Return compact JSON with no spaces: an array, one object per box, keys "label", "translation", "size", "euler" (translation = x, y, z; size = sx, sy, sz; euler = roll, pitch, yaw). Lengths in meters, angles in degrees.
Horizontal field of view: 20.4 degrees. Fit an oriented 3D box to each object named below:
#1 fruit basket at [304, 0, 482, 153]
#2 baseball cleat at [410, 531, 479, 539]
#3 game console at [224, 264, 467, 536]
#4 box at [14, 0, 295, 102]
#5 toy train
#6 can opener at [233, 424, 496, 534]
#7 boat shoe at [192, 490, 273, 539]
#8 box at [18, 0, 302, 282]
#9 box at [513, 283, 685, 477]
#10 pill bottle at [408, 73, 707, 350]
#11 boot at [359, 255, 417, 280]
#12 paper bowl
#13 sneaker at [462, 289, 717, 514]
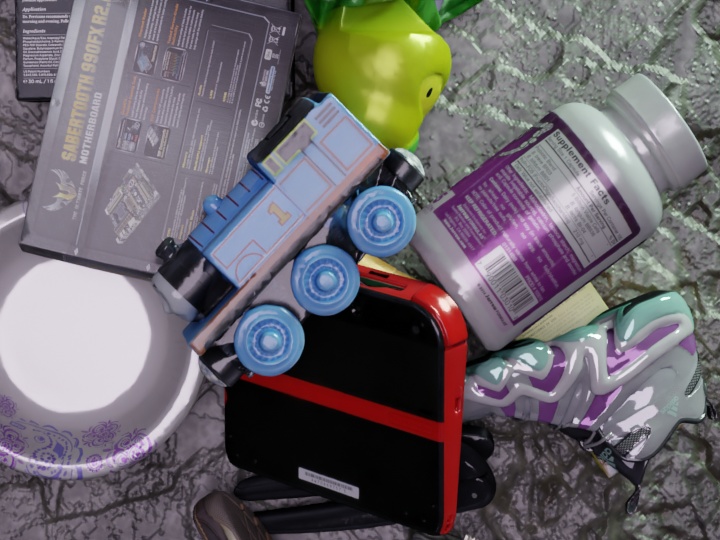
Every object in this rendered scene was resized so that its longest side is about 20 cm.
[{"label":"fruit basket","translation":[0.024,-0.180,1.388],"size":[0.155,0.216,0.217],"euler":[-26,92,0]},{"label":"baseball cleat","translation":[0.115,0.266,1.467],"size":[0.199,0.070,0.107],"euler":[25,91,0]},{"label":"game console","translation":[-0.015,0.079,1.402],"size":[0.199,0.031,0.178],"euler":[15,117,33]},{"label":"box","translation":[-0.147,-0.193,1.449],"size":[0.198,0.079,0.143],"euler":[0,95,0]},{"label":"toy train","translation":[-0.050,-0.020,1.311],"size":[0.114,0.087,0.200],"euler":[44,89,-8]},{"label":"can opener","translation":[0.004,0.163,1.468],"size":[0.198,0.079,0.064],"euler":[-15,95,10]},{"label":"boat shoe","translation":[-0.080,0.257,1.453],"size":[0.073,0.075,0.201],"euler":[-24,102,8]},{"label":"box","translation":[-0.136,-0.094,1.374],"size":[0.157,0.048,0.202],"euler":[12,84,-5]},{"label":"box","translation":[0.152,0.049,1.471],"size":[0.075,0.050,0.201],"euler":[-36,91,0]},{"label":"pill bottle","translation":[0.137,-0.045,1.389],"size":[0.199,0.112,0.113],"euler":[-36,91,0]},{"label":"boot","translation":[0.000,0.001,1.456],"size":[0.143,0.071,0.203],"euler":[11,103,5]},{"label":"paper bowl","translation":[-0.205,0.045,1.442],"size":[0.199,0.104,0.203],"euler":[0,92,0]},{"label":"sneaker","translation":[0.156,0.109,1.409],"size":[0.198,0.078,0.141],"euler":[-20,91,2]}]
